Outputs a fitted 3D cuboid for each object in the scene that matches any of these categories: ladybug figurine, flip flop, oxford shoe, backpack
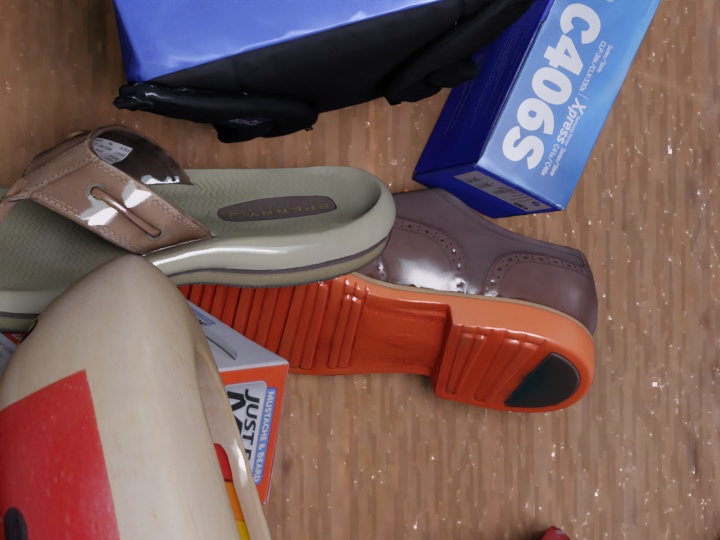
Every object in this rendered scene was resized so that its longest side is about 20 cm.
[{"bbox_3d":[-0.065,0.095,0.653,0.072,0.136,0.200,-18,72,1],"label":"ladybug figurine"},{"bbox_3d":[-0.081,-0.025,0.768,0.200,0.081,0.058,-6,126,-16],"label":"flip flop"},{"bbox_3d":[0.000,0.000,0.859,0.200,0.071,0.073,16,52,-6],"label":"oxford shoe"},{"bbox_3d":[-0.015,-0.137,0.776,0.162,0.200,0.168,-10,85,1],"label":"backpack"}]

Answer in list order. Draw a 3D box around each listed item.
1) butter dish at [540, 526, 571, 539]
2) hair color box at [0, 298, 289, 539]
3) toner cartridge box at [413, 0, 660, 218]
[{"bbox_3d":[0.040,0.220,0.816,0.148,0.199,0.200,-12,93,10],"label":"butter dish"},{"bbox_3d":[-0.139,0.049,0.748,0.200,0.111,0.064,-6,114,-38],"label":"hair color box"},{"bbox_3d":[0.092,-0.120,0.857,0.043,0.095,0.200,27,84,-13],"label":"toner cartridge box"}]
